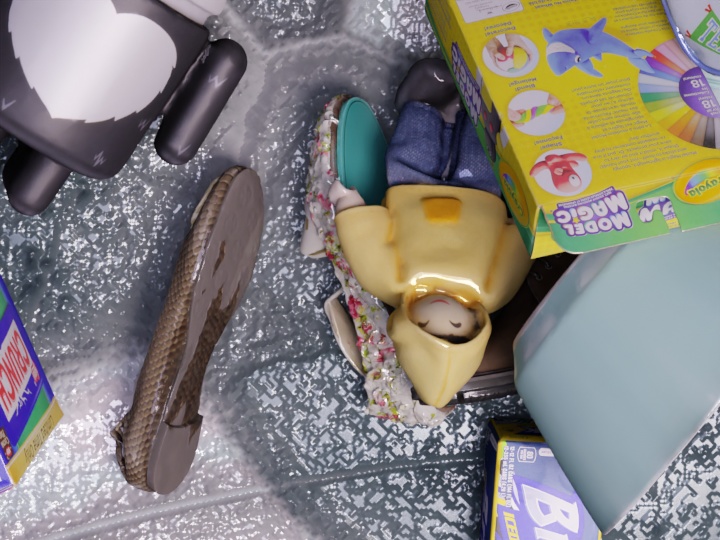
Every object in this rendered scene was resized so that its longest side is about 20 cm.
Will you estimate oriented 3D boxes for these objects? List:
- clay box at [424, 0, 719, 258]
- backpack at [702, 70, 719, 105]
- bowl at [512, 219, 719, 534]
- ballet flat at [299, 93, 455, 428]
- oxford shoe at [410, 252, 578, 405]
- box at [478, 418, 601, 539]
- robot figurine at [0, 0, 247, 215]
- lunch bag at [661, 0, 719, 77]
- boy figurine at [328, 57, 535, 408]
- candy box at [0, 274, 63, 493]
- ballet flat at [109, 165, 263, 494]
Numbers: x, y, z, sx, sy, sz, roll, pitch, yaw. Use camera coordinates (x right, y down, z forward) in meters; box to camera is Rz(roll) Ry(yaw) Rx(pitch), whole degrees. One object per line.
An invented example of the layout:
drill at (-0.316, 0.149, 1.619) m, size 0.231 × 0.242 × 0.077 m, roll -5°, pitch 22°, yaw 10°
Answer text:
clay box at (0.117, -0.085, 1.179) m, size 0.114 × 0.048 × 0.201 m, roll -11°, pitch 56°, yaw -12°
backpack at (0.244, -0.079, 1.270) m, size 0.199 × 0.167 × 0.127 m, roll 20°, pitch 78°, yaw 0°
bowl at (0.156, 0.030, 1.224) m, size 0.105 × 0.201 × 0.201 m, roll 41°, pitch 94°, yaw 7°
ballet flat at (0.000, 0.000, 1.344) m, size 0.064 × 0.075 × 0.202 m, roll -16°, pitch 94°, yaw 33°
oxford shoe at (0.105, 0.021, 1.332) m, size 0.199 × 0.073 × 0.085 m, roll -24°, pitch 93°, yaw -28°
box at (0.104, 0.193, 1.375) m, size 0.069 × 0.064 × 0.202 m, roll 3°, pitch 97°, yaw -3°
robot figurine at (-0.156, -0.131, 1.285) m, size 0.125 × 0.150 × 0.201 m, roll 38°, pitch 96°, yaw 33°
lunch bag at (0.208, -0.196, 1.127) m, size 0.160 × 0.075 × 0.201 m, roll -15°, pitch 102°, yaw 44°
boy figurine at (0.041, -0.021, 1.282) m, size 0.123 × 0.065 × 0.201 m, roll 13°, pitch 56°, yaw -6°
candy box at (-0.246, 0.024, 1.281) m, size 0.076 × 0.169 × 0.201 m, roll -20°, pitch 99°, yaw 4°
ballet flat at (-0.104, 0.032, 1.350) m, size 0.046 × 0.067 × 0.202 m, roll 21°, pitch 101°, yaw 27°
